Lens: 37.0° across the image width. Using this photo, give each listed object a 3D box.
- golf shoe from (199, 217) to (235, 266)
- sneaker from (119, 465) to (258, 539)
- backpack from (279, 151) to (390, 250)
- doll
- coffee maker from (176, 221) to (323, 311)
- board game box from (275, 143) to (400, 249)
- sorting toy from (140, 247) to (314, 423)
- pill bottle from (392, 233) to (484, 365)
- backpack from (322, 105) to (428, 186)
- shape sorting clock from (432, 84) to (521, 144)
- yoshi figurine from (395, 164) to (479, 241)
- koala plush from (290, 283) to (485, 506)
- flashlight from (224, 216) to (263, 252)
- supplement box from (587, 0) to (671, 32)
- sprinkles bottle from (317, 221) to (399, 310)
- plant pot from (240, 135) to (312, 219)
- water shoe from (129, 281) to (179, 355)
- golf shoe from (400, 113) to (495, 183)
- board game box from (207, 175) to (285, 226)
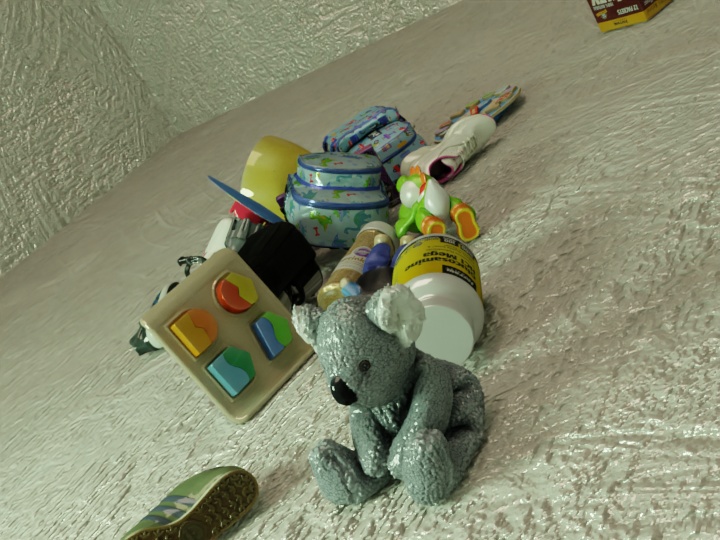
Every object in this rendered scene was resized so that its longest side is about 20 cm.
[{"bbox_3d":[-0.237,0.008,1.806,0.072,0.201,0.092,12,-1,11],"label":"golf shoe"},{"bbox_3d":[-0.206,0.287,1.206,0.200,0.067,0.090,-35,11,-13],"label":"sneaker"},{"bbox_3d":[-0.038,-0.119,1.807,0.182,0.148,0.200,1,22,-8],"label":"backpack"},{"bbox_3d":[0.041,0.018,1.512,0.136,0.049,0.200,3,34,11],"label":"doll"},{"bbox_3d":[-0.158,0.011,1.644,0.134,0.193,0.200,0,32,24],"label":"coffee maker"},{"bbox_3d":[-0.039,-0.129,1.946,0.199,0.120,0.032,-29,16,7],"label":"board game box"},{"bbox_3d":[-0.174,0.083,1.483,0.185,0.200,0.036,-45,1,-38],"label":"sorting toy"},{"bbox_3d":[0.092,0.039,1.296,0.112,0.113,0.200,-26,19,13],"label":"pill bottle"},{"bbox_3d":[0.035,-0.227,2.070,0.182,0.135,0.200,-32,19,-6],"label":"backpack"},{"bbox_3d":[0.229,-0.312,2.137,0.199,0.039,0.200,-28,18,10],"label":"shape sorting clock"},{"bbox_3d":[0.109,-0.082,1.659,0.112,0.112,0.200,-57,28,13],"label":"yoshi figurine"},{"bbox_3d":[0.021,0.106,1.087,0.177,0.201,0.184,-14,24,43],"label":"koala plush"},{"bbox_3d":[-0.201,0.017,1.760,0.068,0.068,0.201,6,67,28],"label":"flashlight"},{"bbox_3d":[0.554,-0.631,2.201,0.197,0.201,0.133,-39,20,-26],"label":"supplement box"},{"bbox_3d":[0.000,0.000,1.624,0.068,0.068,0.200,-20,21,31],"label":"sprinkles bottle"},{"bbox_3d":[-0.124,-0.152,2.080,0.141,0.201,0.200,10,35,21],"label":"plant pot"},{"bbox_3d":[-0.374,0.085,1.995,0.079,0.072,0.200,-27,18,18],"label":"water shoe"},{"bbox_3d":[0.170,-0.206,1.922,0.200,0.075,0.092,-36,33,-8],"label":"golf shoe"},{"bbox_3d":[-0.188,-0.093,1.860,0.158,0.200,0.039,38,97,43],"label":"board game box"}]
